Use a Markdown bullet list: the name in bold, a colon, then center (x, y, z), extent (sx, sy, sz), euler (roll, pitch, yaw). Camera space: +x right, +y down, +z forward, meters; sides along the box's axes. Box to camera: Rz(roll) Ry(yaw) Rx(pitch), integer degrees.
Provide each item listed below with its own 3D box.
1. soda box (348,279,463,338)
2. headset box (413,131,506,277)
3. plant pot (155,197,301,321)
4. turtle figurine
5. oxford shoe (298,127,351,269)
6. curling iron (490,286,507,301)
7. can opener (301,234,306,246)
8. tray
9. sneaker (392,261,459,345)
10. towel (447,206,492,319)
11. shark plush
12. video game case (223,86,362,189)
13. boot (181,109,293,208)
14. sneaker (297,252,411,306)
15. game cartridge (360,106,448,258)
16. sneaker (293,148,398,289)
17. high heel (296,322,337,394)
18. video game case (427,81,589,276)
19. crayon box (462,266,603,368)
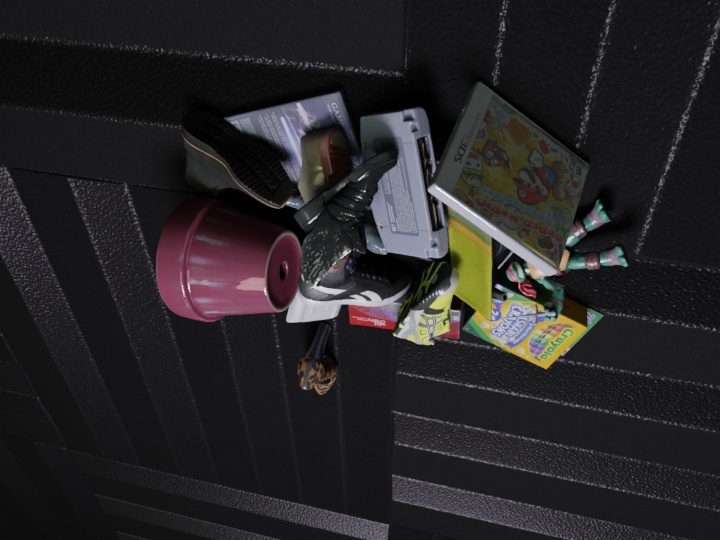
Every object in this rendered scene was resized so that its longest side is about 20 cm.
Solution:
- **soda box**: center (0.079, 0.060, 1.107), extent (0.195, 0.064, 0.071), euler (8, 132, 13)
- **headset box**: center (0.156, -0.098, 0.930), extent (0.145, 0.076, 0.202), euler (16, 134, 3)
- **plant pot**: center (-0.197, -0.011, 1.029), extent (0.175, 0.202, 0.203), euler (7, 134, 21)
- **turtle figurine**: center (0.281, -0.016, 0.944), extent (0.198, 0.101, 0.151), euler (-26, 103, 25)
- **oxford shoe**: center (-0.052, -0.104, 0.944), extent (0.073, 0.070, 0.205), euler (4, 99, 34)
- **curling iron**: center (0.171, 0.023, 0.992), extent (0.050, 0.026, 0.199), euler (47, 169, -18)
- **can opener**: center (-0.096, -0.010, 1.107), extent (0.063, 0.079, 0.200), euler (37, 123, -7)
- **tray**: center (-0.062, 0.029, 1.118), extent (0.105, 0.022, 0.202), euler (-6, 140, -25)
- **sneaker**: center (0.116, 0.053, 0.993), extent (0.075, 0.077, 0.201), euler (23, 149, -4)
- **towel**: center (0.153, -0.022, 0.899), extent (0.086, 0.018, 0.203), euler (43, 153, 42)
- **shark plush**: center (-0.041, -0.090, 0.993), extent (0.197, 0.084, 0.091), euler (28, 133, -12)
- **video game case**: center (-0.094, -0.190, 0.971), extent (0.196, 0.019, 0.145), euler (-6, 129, 22)
- **boot**: center (-0.195, -0.142, 0.998), extent (0.199, 0.077, 0.139), euler (42, 147, 9)
- **sneaker**: center (0.000, 0.000, 1.024), extent (0.196, 0.074, 0.113), euler (-7, 142, -17)
- **game cartridge**: center (0.057, -0.122, 0.897), extent (0.132, 0.040, 0.204), euler (10, 117, 51)
- **sneaker**: center (-0.013, -0.069, 0.872), extent (0.198, 0.060, 0.105), euler (-33, 92, 12)
- **high heel**: center (-0.093, 0.219, 1.252), extent (0.070, 0.144, 0.203), euler (11, 133, 8)
- **video game case**: center (0.198, -0.121, 0.825), extent (0.198, 0.184, 0.023), euler (32, 153, -13)
- **crayon box**: center (0.287, 0.087, 1.070), extent (0.197, 0.052, 0.127), euler (24, 134, -4)
